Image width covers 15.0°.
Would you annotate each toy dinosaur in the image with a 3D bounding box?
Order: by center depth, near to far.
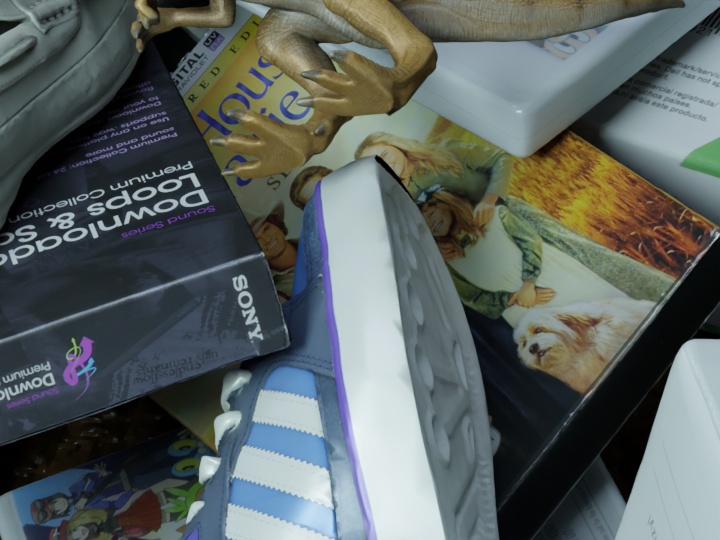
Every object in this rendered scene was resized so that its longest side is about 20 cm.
[{"bbox_3d":[0.003,-0.078,0.763,0.199,0.060,0.106,14,52,-7],"label":"toy dinosaur"}]

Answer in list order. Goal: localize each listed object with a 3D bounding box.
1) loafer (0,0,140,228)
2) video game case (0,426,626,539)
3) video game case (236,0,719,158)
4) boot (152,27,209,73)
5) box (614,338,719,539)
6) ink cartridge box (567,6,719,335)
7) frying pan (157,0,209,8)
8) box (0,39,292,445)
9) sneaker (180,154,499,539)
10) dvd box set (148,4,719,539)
[{"bbox_3d":[-0.112,-0.064,0.777,0.070,0.070,0.200,-4,31,18],"label":"loafer"},{"bbox_3d":[0.000,0.111,0.814,0.182,0.023,0.200,-20,46,-6],"label":"video game case"},{"bbox_3d":[0.049,-0.131,0.898,0.182,0.024,0.200,31,53,32],"label":"video game case"},{"bbox_3d":[-0.013,-0.115,1.007,0.144,0.073,0.200,-36,57,-21],"label":"boot"},{"bbox_3d":[0.174,0.127,0.637,0.198,0.131,0.200,0,42,-16],"label":"box"},{"bbox_3d":[0.163,-0.071,0.907,0.145,0.084,0.200,20,54,31],"label":"ink cartridge box"},{"bbox_3d":[-0.108,-0.066,0.951,0.190,0.031,0.115,1,69,44],"label":"frying pan"},{"bbox_3d":[-0.112,-0.012,0.795,0.143,0.036,0.200,-20,31,-7],"label":"box"},{"bbox_3d":[-0.039,0.074,0.759,0.146,0.081,0.201,-17,62,16],"label":"sneaker"},{"bbox_3d":[0.000,0.000,0.846,0.200,0.029,0.146,37,85,35],"label":"dvd box set"}]
